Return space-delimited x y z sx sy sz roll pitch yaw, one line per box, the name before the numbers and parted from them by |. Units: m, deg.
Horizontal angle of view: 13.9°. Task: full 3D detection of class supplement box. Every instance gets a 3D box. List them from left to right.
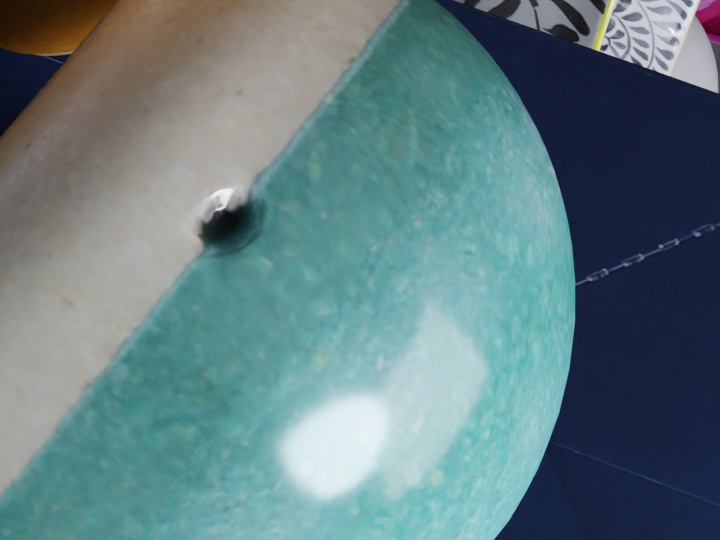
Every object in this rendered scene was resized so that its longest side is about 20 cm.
supplement box | 0.005 0.032 0.717 0.200 0.200 0.134 78 34 -70

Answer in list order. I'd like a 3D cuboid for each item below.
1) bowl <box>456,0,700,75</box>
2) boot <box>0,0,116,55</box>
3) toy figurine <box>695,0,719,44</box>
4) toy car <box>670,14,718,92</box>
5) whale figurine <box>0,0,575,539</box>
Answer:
bowl | 0.064 -0.121 0.982 0.201 0.094 0.201 22 90 -79
boot | -0.054 -0.079 0.495 0.201 0.071 0.144 -36 180 42
toy figurine | 0.168 -0.165 1.278 0.200 0.150 0.184 -33 148 -32
toy car | 0.078 -0.044 1.151 0.184 0.177 0.200 -75 152 -65
whale figurine | -0.027 0.020 0.520 0.159 0.104 0.200 -52 -179 -17
